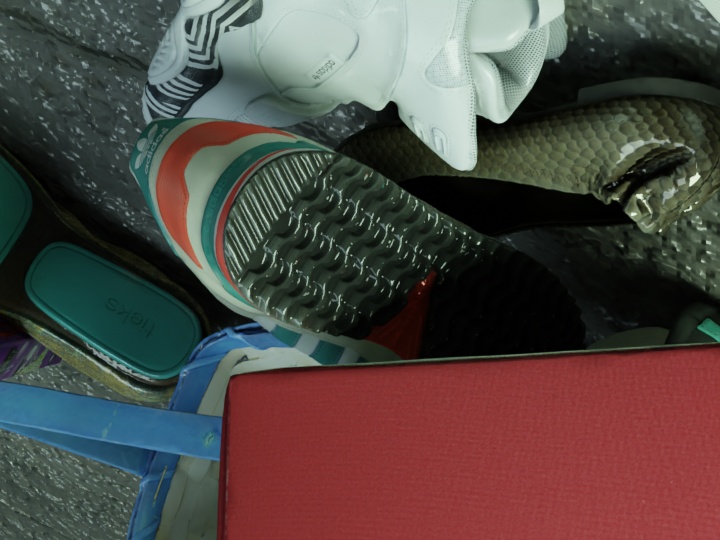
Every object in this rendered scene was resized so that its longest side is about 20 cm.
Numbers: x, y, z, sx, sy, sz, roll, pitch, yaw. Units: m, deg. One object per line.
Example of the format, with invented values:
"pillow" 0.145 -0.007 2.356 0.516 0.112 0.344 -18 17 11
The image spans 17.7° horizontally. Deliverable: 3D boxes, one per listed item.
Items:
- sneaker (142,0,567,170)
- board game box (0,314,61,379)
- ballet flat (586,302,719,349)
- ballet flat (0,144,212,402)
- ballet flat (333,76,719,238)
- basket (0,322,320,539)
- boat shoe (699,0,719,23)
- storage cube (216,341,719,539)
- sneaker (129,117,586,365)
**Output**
"sneaker" -0.003 -0.072 0.779 0.115 0.075 0.200 36 149 5
"board game box" -0.208 0.009 1.065 0.120 0.032 0.200 38 -173 5
"ballet flat" 0.095 0.064 0.894 0.068 0.068 0.200 48 141 -1
"ballet flat" -0.154 -0.005 1.064 0.199 0.071 0.071 35 152 3
"ballet flat" 0.052 -0.027 0.801 0.067 0.047 0.199 19 163 -37
"basket" -0.040 0.088 0.969 0.175 0.140 0.199 8 171 40
"boat shoe" 0.114 -0.109 0.603 0.200 0.070 0.072 40 155 -1
"storage cube" 0.050 0.140 0.749 0.198 0.181 0.171 -3 156 9
"sneaker" 0.000 0.000 0.798 0.093 0.071 0.199 31 179 44
